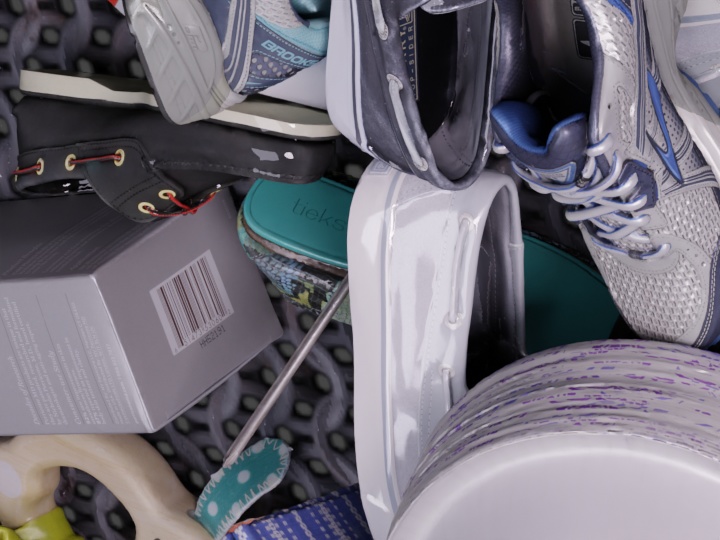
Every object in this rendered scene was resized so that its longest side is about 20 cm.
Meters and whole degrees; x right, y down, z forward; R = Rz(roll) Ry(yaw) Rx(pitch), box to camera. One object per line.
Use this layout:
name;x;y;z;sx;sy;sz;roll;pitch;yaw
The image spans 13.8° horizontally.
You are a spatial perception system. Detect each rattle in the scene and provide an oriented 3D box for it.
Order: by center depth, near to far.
rattle;-0.127;0.141;1.425;0.200;0.143;0.130;8;103;40

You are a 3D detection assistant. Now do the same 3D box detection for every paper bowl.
paper bowl;0.104;0.134;1.129;0.201;0.104;0.201;9;128;12

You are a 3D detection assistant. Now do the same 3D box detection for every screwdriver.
screwdriver;0.000;0.000;1.244;0.028;0.029;0.200;36;101;22

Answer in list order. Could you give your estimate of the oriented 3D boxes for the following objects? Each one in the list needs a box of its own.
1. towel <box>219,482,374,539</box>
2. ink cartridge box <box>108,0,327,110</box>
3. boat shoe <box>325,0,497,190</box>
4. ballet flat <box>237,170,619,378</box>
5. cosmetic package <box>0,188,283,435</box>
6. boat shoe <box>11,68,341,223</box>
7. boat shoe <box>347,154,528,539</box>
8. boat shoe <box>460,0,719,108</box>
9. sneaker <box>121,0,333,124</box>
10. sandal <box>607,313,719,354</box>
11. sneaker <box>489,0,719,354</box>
towel;0.031;0.151;1.258;0.024;0.200;0.145;-45;74;24
ink cartridge box;-0.050;-0.143;1.166;0.200;0.047;0.160;11;139;-24
boat shoe;0.024;-0.119;1.093;0.068;0.072;0.200;37;137;41
ballet flat;0.040;0.012;1.275;0.200;0.074;0.074;26;130;24
cosmetic package;-0.151;0.020;1.386;0.200;0.107;0.090;-6;112;41
boat shoe;-0.080;-0.051;1.288;0.201;0.074;0.063;8;94;48
boat shoe;0.043;0.047;1.198;0.068;0.072;0.200;9;111;31
boat shoe;0.129;-0.098;1.136;0.201;0.070;0.072;-10;128;40
sneaker;-0.060;-0.149;1.108;0.086;0.078;0.200;-17;134;3
sandal;0.113;0.082;1.216;0.200;0.075;0.045;104;157;-48
sneaker;0.083;-0.049;1.086;0.077;0.085;0.200;1;119;39
